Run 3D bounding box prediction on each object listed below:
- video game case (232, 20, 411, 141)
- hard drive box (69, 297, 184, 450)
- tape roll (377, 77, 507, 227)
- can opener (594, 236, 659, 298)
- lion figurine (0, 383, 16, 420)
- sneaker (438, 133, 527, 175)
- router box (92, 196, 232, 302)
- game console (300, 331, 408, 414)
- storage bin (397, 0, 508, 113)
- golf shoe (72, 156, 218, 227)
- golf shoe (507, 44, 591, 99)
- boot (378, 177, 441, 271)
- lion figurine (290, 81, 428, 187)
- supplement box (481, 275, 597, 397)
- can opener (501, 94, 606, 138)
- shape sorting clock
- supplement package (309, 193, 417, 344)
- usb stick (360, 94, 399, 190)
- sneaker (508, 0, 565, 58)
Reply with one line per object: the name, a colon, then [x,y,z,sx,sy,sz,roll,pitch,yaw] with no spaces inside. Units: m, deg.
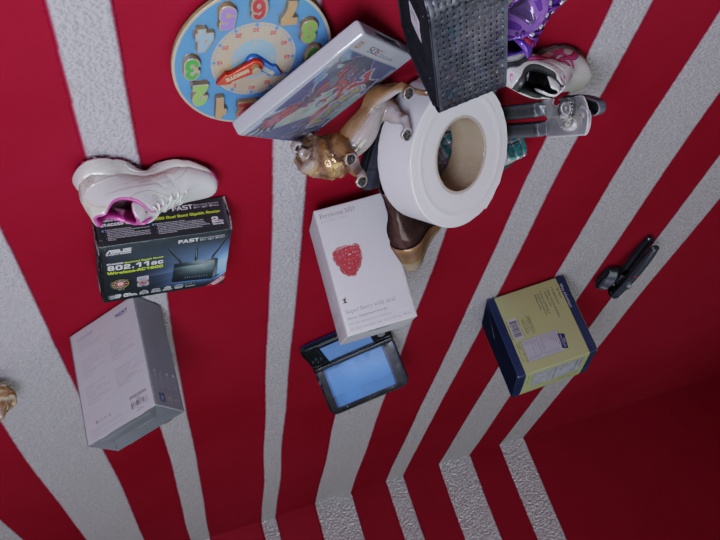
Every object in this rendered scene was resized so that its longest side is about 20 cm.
video game case: [-0.042,-0.228,1.026,0.198,0.023,0.182,-33,173,22]
hard drive box: [-0.392,0.171,1.368,0.154,0.204,0.076,-29,153,18]
tape roll: [0.118,-0.165,1.145,0.199,0.070,0.208,-16,114,-39]
can opener: [0.644,-0.002,1.952,0.077,0.065,0.201,-3,148,-30]
lion figurine: [-0.689,0.251,1.445,0.120,0.074,0.199,-7,165,-40]
sneaker: [0.170,-0.168,1.300,0.195,0.079,0.091,-10,159,-26]
router box: [-0.295,-0.030,1.226,0.195,0.063,0.151,-10,150,-21]
game console: [-0.011,0.209,1.802,0.196,0.120,0.171,-24,153,3]
storage bin: [0.102,-0.299,0.944,0.092,0.138,0.201,-20,153,0]
golf shoe: [-0.278,-0.097,1.090,0.196,0.093,0.076,-5,148,-32]
golf shoe: [0.262,-0.272,1.160,0.196,0.093,0.073,-2,144,-36]
boot: [0.080,-0.121,1.260,0.070,0.203,0.169,-2,135,19]
lion figurine: [0.001,-0.187,1.080,0.199,0.123,0.073,-40,127,-1]
supplement box: [0.413,0.154,1.915,0.195,0.204,0.135,-17,154,-6]
can opener: [0.267,-0.222,1.190,0.066,0.055,0.198,-17,-166,-29]
shape sorting clock: [-0.127,-0.251,0.975,0.195,0.040,0.201,-17,153,-9]
supplement package: [0.000,0.000,1.315,0.118,0.205,0.120,-15,171,-9]
usb stick: [0.034,-0.190,1.207,0.054,0.033,0.202,-15,151,-21]
sneaker: [0.219,-0.321,1.050,0.199,0.085,0.080,-37,150,25]
